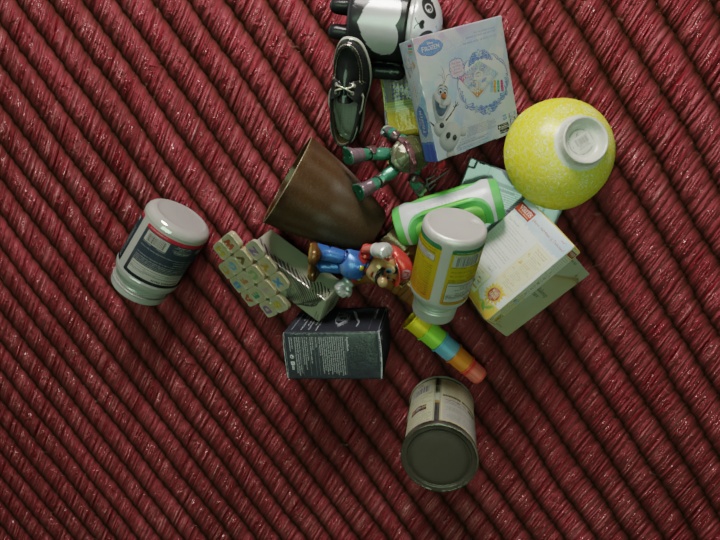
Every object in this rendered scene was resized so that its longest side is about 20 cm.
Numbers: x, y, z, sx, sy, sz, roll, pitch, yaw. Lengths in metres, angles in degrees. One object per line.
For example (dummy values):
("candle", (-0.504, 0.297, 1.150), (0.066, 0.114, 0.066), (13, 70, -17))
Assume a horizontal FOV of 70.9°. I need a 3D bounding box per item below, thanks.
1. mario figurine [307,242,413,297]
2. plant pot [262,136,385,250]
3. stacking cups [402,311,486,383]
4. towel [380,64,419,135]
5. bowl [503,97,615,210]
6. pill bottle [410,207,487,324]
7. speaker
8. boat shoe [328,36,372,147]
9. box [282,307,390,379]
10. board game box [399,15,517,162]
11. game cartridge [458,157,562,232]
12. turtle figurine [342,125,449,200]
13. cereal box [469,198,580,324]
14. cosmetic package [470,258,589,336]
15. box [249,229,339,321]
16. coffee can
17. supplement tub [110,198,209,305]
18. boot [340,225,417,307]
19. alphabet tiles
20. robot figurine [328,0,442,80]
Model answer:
("mario figurine", (0.000, 0.000, 0.946), (0.199, 0.123, 0.107), (3, 87, -3))
("plant pot", (-0.058, -0.126, 0.989), (0.200, 0.187, 0.187), (29, 108, -16))
("stacking cups", (0.184, 0.160, 1.067), (0.200, 0.061, 0.061), (39, 108, -3))
("towel", (0.137, -0.336, 0.964), (0.199, 0.023, 0.144), (-2, 103, 11))
("bowl", (0.364, -0.212, 0.877), (0.199, 0.108, 0.201), (0, 89, -6))
("pill bottle", (0.151, -0.002, 0.911), (0.112, 0.113, 0.201), (12, 128, 7))
("speaker", (0.164, -0.109, 0.951), (0.199, 0.088, 0.089), (-15, 101, 14))
("boat shoe", (-0.026, -0.320, 0.928), (0.074, 0.060, 0.200), (18, 140, 7))
("box", (-0.043, 0.150, 1.059), (0.199, 0.148, 0.105), (-1, 105, 11))
("board game box", (0.179, -0.316, 0.881), (0.199, 0.043, 0.200), (-25, 112, -24))
("game cartridge", (0.283, -0.124, 0.987), (0.199, 0.040, 0.134), (22, 104, 4))
("turtle figurine", (0.074, -0.207, 0.932), (0.199, 0.101, 0.150), (-21, 84, -19))
("cereal box", (0.278, -0.018, 0.934), (0.200, 0.144, 0.039), (-43, 138, 18))
("cosmetic package", (0.323, 0.027, 0.979), (0.200, 0.073, 0.103), (-42, 130, 19))
("box", (-0.136, 0.010, 1.047), (0.200, 0.068, 0.082), (34, 139, 13))
("coffee can", (0.165, 0.327, 1.040), (0.146, 0.200, 0.147), (3, 105, 10))
("supplement tub", (-0.430, -0.039, 1.083), (0.140, 0.140, 0.200), (38, 108, -1))
("boot", (0.058, 0.022, 1.047), (0.200, 0.074, 0.155), (-41, 97, 19))
("alphabet tiles", (-0.230, 0.011, 1.066), (0.195, 0.015, 0.200), (-23, 108, 50))
("robot figurine", (0.045, -0.438, 0.899), (0.199, 0.150, 0.125), (10, 64, 8))
